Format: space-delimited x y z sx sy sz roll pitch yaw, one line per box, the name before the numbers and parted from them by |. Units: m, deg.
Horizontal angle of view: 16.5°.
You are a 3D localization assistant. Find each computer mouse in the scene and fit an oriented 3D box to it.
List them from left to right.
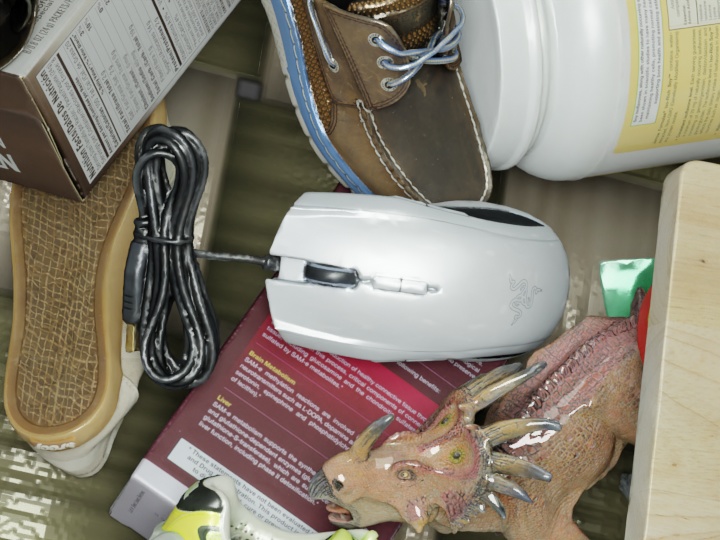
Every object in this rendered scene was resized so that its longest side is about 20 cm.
computer mouse | 0.000 0.000 1.046 0.200 0.044 0.110 4 97 -16

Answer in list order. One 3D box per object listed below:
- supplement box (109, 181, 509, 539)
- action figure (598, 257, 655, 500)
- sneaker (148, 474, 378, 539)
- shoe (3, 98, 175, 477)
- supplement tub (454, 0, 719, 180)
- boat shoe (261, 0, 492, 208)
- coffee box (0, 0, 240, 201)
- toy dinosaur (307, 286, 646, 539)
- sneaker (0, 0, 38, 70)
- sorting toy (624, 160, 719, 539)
supplement box | -0.009 0.053 1.097 0.109 0.061 0.200 36 64 0
action figure | 0.160 0.099 1.129 0.118 0.055 0.200 8 65 -14
sneaker | 0.002 0.149 0.987 0.200 0.076 0.075 22 20 3
shoe | -0.119 -0.003 1.102 0.070 0.053 0.200 -4 60 18
supplement tub | 0.132 -0.120 1.164 0.200 0.145 0.145 -9 70 -20
boat shoe | 0.004 -0.104 1.070 0.072 0.072 0.200 -35 101 -27
coffee box | -0.124 -0.137 1.112 0.113 0.080 0.200 17 57 32
toy dinosaur | 0.082 0.062 1.041 0.086 0.136 0.200 20 57 37
sneaker | -0.147 -0.160 1.033 0.106 0.075 0.200 33 84 34
sorting toy | 0.198 0.075 1.013 0.200 0.070 0.199 11 77 -15
